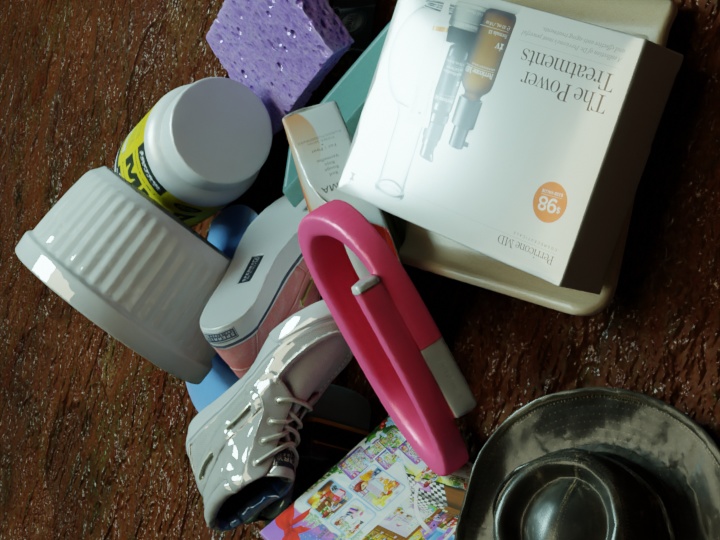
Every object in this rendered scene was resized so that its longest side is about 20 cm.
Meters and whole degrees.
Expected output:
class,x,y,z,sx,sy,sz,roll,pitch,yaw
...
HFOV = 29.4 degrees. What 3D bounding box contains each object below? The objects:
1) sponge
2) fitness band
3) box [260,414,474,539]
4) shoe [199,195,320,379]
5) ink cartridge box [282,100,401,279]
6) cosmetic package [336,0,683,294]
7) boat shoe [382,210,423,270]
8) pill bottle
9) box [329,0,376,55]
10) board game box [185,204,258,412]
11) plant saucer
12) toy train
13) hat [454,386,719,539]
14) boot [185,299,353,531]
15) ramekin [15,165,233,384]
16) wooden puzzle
class,x,y,z,sx,sy,sz,roll,pitch,yaw
sponge,-0.073,-0.200,1.179,0.112,0.030,0.200,57,156,2
fitness band,0.018,0.047,0.927,0.202,0.037,0.143,62,167,-9
box,0.031,0.186,0.946,0.137,0.039,0.199,-40,30,-15
shoe,-0.063,0.019,1.152,0.071,0.092,0.201,-9,35,31
ink cartridge box,0.000,0.000,1.022,0.163,0.050,0.201,76,177,-53
cosmetic package,0.087,-0.090,0.866,0.199,0.051,0.153,25,102,42
boat shoe,0.027,-0.079,1.055,0.073,0.063,0.202,-55,42,37
pill bottle,-0.156,-0.108,1.279,0.200,0.113,0.116,158,115,-67
box,-0.036,-0.293,1.216,0.160,0.043,0.203,13,95,58
board game box,-0.108,0.043,1.272,0.158,0.039,0.202,34,113,56
plant saucer,-0.013,-0.126,1.092,0.200,0.019,0.071,-43,33,52
toy train,-0.062,0.160,1.146,0.199,0.084,0.115,-21,54,57
hat,0.123,0.165,0.779,0.198,0.081,0.203,-4,81,27
boot,-0.056,0.115,1.038,0.200,0.073,0.096,-47,43,29
ramekin,-0.189,-0.002,1.191,0.106,0.200,0.200,-53,35,-1
wooden puzzle,0.118,-0.084,0.908,0.184,0.046,0.203,17,94,46
